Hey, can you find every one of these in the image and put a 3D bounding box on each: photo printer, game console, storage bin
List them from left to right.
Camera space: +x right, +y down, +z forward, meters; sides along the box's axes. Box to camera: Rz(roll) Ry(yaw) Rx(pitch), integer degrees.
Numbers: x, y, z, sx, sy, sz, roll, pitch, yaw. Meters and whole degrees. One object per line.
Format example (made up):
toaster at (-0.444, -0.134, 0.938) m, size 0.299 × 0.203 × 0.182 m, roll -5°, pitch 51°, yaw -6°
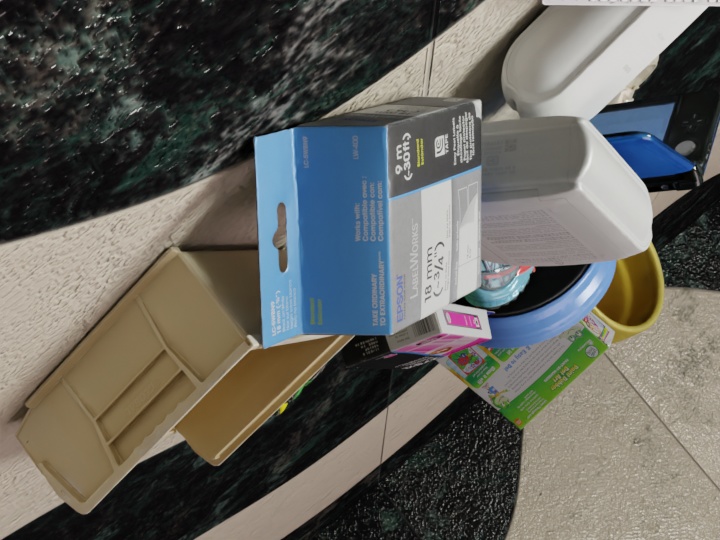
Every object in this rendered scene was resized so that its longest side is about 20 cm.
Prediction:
storage bin at (-0.127, 0.079, 0.947) m, size 0.199 × 0.094 × 0.200 m, roll -45°, pitch 167°, yaw 17°
photo printer at (0.145, -0.058, 1.033) m, size 0.164 × 0.071 × 0.199 m, roll -3°, pitch 163°, yaw 30°
game console at (0.204, -0.127, 1.127) m, size 0.198 × 0.119 × 0.172 m, roll -4°, pitch -134°, yaw 36°
photo printer at (0.203, -0.197, 1.024) m, size 0.200 × 0.070 × 0.166 m, roll -44°, pitch 166°, yaw 15°

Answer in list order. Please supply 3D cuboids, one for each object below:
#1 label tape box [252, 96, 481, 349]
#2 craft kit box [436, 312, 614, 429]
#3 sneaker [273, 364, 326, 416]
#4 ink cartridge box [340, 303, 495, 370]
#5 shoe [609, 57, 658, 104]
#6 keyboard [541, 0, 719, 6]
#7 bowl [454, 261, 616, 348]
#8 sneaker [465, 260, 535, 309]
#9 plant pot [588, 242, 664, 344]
label tape box at (0.013, -0.035, 0.869) m, size 0.199 × 0.063 × 0.147 m, roll -24°, pitch 117°, yaw -53°
craft kit box at (0.202, 0.088, 1.672) m, size 0.200 × 0.197 × 0.049 m, roll -49°, pitch 180°, yaw 37°
sneaker at (-0.068, 0.072, 1.167) m, size 0.085 × 0.078 × 0.200 m, roll -43°, pitch 177°, yaw -15°
ink cartridge box at (0.059, 0.061, 1.151) m, size 0.094 × 0.038 × 0.200 m, roll -22°, pitch 170°, yaw 19°
shoe at (0.250, -0.157, 1.321) m, size 0.200 × 0.054 × 0.070 m, roll -49°, pitch 164°, yaw 32°
keyboard at (0.222, -0.221, 0.912) m, size 0.197 × 0.011 × 0.057 m, roll -5°, pitch 130°, yaw -23°
bowl at (0.164, -0.011, 1.296) m, size 0.200 × 0.200 × 0.040 m, roll -38°, pitch 132°, yaw -10°
sneaker at (0.154, -0.062, 1.248) m, size 0.202 × 0.078 × 0.096 m, roll -64°, pitch 147°, yaw -32°
plant pot at (0.293, 0.023, 1.761) m, size 0.200 × 0.203 × 0.188 m, roll -27°, pitch 176°, yaw -44°
